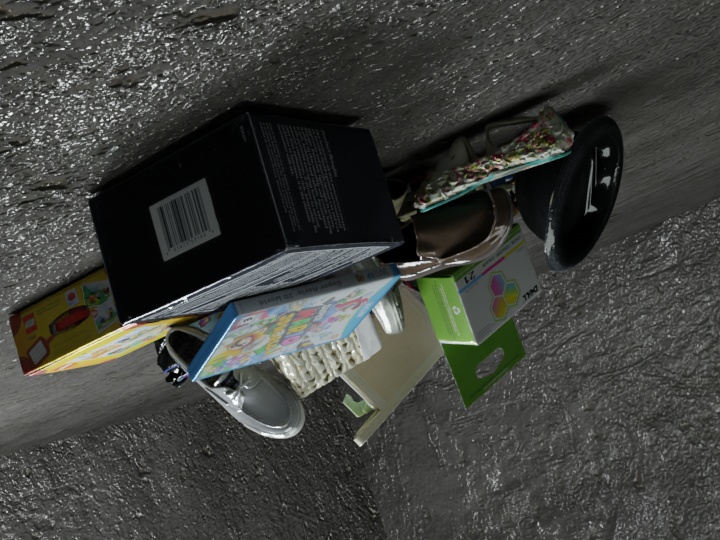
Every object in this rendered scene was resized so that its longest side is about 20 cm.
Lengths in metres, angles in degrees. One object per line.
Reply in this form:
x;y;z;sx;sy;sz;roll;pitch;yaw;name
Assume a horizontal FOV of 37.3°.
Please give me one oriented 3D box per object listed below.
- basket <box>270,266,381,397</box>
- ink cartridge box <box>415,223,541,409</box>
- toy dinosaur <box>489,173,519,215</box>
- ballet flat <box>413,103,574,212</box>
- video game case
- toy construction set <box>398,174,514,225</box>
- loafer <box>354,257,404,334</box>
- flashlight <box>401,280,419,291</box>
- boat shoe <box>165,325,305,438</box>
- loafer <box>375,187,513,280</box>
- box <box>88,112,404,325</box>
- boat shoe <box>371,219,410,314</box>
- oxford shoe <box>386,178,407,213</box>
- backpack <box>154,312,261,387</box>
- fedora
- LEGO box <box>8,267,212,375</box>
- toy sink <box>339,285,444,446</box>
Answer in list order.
-0.071;0.040;1.246;0.123;0.136;0.201;-36;149;-10;basket
0.173;0.061;1.407;0.147;0.203;0.075;-35;-160;-36;ink cartridge box
0.195;-0.086;1.422;0.106;0.060;0.200;-46;-167;9;toy dinosaur
0.142;-0.130;1.200;0.197;0.065;0.076;-21;-170;16;ballet flat
-0.068;0.053;1.088;0.197;0.018;0.143;-14;157;-35;video game case
0.095;-0.080;1.356;0.130;0.093;0.199;-10;157;-50;toy construction set
0.000;0.000;1.341;0.069;0.202;0.070;-21;-153;9;loafer
0.033;-0.004;1.603;0.197;0.069;0.068;2;-157;38;flashlight
-0.154;0.130;1.282;0.072;0.199;0.069;-49;164;-1;boat shoe
0.092;-0.038;1.245;0.070;0.074;0.199;8;151;-45;loafer
-0.100;-0.044;0.964;0.198;0.125;0.197;-22;171;30;box
0.032;-0.002;1.485;0.201;0.073;0.063;-49;-171;-10;boat shoe
-0.017;-0.085;1.183;0.075;0.071;0.199;-51;158;21;oxford shoe
-0.172;0.059;1.440;0.180;0.137;0.199;-12;170;-40;backpack
0.254;-0.105;1.346;0.091;0.204;0.199;26;-159;32;fedora
-0.303;0.055;1.304;0.198;0.079;0.148;-24;171;29;LEGO box
0.028;0.130;1.499;0.200;0.112;0.130;-48;176;-1;toy sink
